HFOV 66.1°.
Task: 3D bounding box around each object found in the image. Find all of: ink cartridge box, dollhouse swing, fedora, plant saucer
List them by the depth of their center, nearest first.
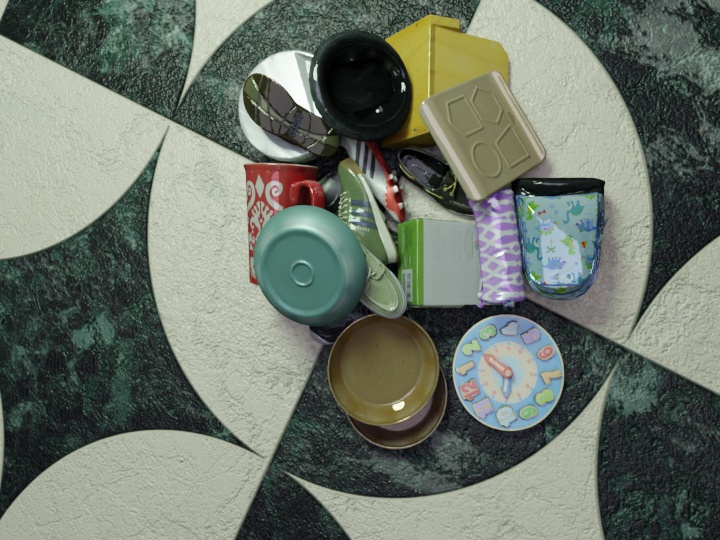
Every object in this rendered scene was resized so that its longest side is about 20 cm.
[{"bbox_3d":[-0.088,0.001,0.883,0.195,0.036,0.205,5,108,15],"label":"plant saucer"},{"bbox_3d":[-0.011,-0.306,0.954,0.196,0.091,0.207,2,87,-28],"label":"fedora"},{"bbox_3d":[0.039,0.169,0.972,0.194,0.035,0.206,-1,101,-3],"label":"plant saucer"},{"bbox_3d":[0.170,-0.009,1.001,0.195,0.075,0.152,2,87,-24],"label":"ink cartridge box"},{"bbox_3d":[0.062,0.222,1.023,0.195,0.037,0.206,-1,87,10],"label":"plant saucer"},{"bbox_3d":[0.153,-0.332,1.034,0.180,0.173,0.206,-3,86,52],"label":"dollhouse swing"}]

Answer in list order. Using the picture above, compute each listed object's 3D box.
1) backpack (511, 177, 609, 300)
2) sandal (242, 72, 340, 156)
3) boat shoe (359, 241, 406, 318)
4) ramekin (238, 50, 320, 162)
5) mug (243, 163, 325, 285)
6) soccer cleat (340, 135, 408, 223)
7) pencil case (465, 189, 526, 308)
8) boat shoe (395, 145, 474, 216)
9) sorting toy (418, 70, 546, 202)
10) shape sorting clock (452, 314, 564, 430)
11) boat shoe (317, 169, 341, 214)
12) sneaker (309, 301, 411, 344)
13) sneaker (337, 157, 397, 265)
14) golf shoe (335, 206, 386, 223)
[{"bbox_3d":[0.336,-0.052,0.942,0.159,0.154,0.206,3,103,11],"label":"backpack"},{"bbox_3d":[-0.121,-0.270,0.981,0.197,0.055,0.083,28,98,-4],"label":"sandal"},{"bbox_3d":[0.000,0.000,0.911,0.072,0.062,0.200,-43,88,4],"label":"boat shoe"},{"bbox_3d":[-0.123,-0.300,1.053,0.197,0.094,0.208,-1,87,11],"label":"ramekin"},{"bbox_3d":[-0.137,-0.077,0.949,0.130,0.177,0.206,1,97,-12],"label":"mug"},{"bbox_3d":[0.020,-0.173,1.024,0.084,0.069,0.203,-26,92,21],"label":"soccer cleat"},{"bbox_3d":[0.231,-0.037,0.946,0.083,0.084,0.206,-5,84,6],"label":"pencil case"},{"bbox_3d":[0.150,-0.162,1.012,0.198,0.061,0.073,30,92,11],"label":"boat shoe"},{"bbox_3d":[0.207,-0.229,0.937,0.198,0.036,0.188,-31,89,-29],"label":"sorting toy"},{"bbox_3d":[0.262,0.181,0.986,0.194,0.039,0.206,0,88,11],"label":"shape sorting clock"},{"bbox_3d":[-0.091,-0.109,1.056,0.073,0.063,0.202,40,93,12],"label":"boat shoe"},{"bbox_3d":[-0.009,0.071,1.001,0.195,0.076,0.116,-5,122,13],"label":"sneaker"},{"bbox_3d":[-0.013,-0.089,0.969,0.088,0.067,0.204,-25,91,-12],"label":"sneaker"},{"bbox_3d":[-0.029,-0.044,1.032,0.094,0.078,0.202,35,95,10],"label":"golf shoe"}]
